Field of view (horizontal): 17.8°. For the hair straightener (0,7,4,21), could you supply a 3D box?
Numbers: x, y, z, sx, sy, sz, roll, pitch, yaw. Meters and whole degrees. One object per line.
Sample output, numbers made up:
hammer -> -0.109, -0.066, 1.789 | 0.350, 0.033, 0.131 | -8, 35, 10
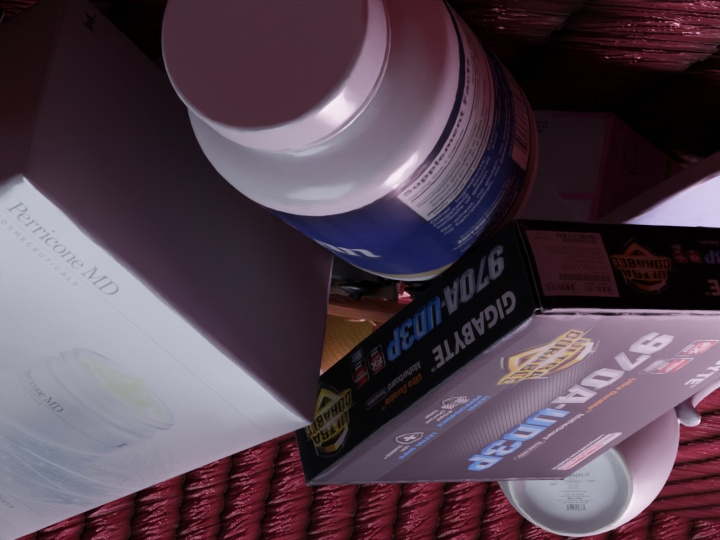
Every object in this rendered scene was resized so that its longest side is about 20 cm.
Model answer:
hair straightener -> -0.210, -0.113, 1.087 | 0.077, 0.041, 0.200 | 13, 170, -18

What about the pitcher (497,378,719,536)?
pitcher -> 0.174, 0.081, 1.490 | 0.171, 0.122, 0.200 | -9, -155, 19

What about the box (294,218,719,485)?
box -> 0.083, 0.041, 1.052 | 0.158, 0.046, 0.200 | 2, 153, -34

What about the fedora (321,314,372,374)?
fedora -> -0.017, 0.025, 1.426 | 0.081, 0.201, 0.201 | -23, 164, 9

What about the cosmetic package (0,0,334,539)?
cosmetic package -> -0.151, 0.005, 1.069 | 0.199, 0.123, 0.199 | -24, 131, 29

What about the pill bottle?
pill bottle -> -0.004, -0.068, 0.925 | 0.111, 0.112, 0.200 | 6, 170, 21

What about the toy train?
toy train -> 0.000, 0.000, 1.162 | 0.199, 0.034, 0.046 | 4, 170, 34

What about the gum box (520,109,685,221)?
gum box -> 0.060, -0.036, 1.186 | 0.199, 0.066, 0.113 | 4, 168, 32

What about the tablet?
tablet -> 0.205, -0.022, 1.123 | 0.130, 0.014, 0.200 | -29, 152, 24

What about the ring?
ring -> 0.074, 0.022, 1.197 | 0.199, 0.019, 0.200 | 1, -174, 0
